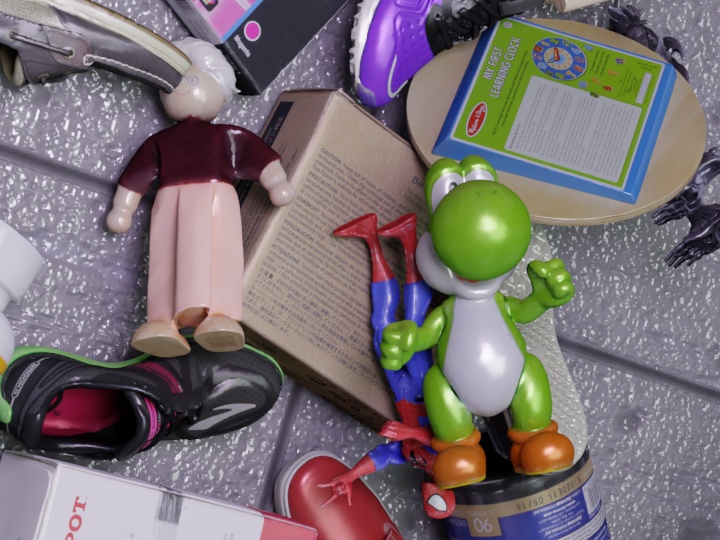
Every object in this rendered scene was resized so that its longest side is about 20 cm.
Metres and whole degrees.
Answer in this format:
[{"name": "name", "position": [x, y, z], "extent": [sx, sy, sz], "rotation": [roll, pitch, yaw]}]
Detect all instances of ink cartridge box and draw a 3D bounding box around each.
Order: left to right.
[{"name": "ink cartridge box", "position": [-0.144, 0.206, 1.540], "extent": [0.199, 0.083, 0.148], "rotation": [19, 85, -33]}, {"name": "ink cartridge box", "position": [-0.037, -0.215, 1.593], "extent": [0.200, 0.037, 0.095], "rotation": [-50, 118, -23]}, {"name": "ink cartridge box", "position": [0.000, 0.000, 1.616], "extent": [0.200, 0.075, 0.166], "rotation": [35, 75, -30]}]

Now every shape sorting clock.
[{"name": "shape sorting clock", "position": [0.128, -0.098, 1.607], "extent": [0.199, 0.200, 0.039], "rotation": [-23, 144, -29]}]

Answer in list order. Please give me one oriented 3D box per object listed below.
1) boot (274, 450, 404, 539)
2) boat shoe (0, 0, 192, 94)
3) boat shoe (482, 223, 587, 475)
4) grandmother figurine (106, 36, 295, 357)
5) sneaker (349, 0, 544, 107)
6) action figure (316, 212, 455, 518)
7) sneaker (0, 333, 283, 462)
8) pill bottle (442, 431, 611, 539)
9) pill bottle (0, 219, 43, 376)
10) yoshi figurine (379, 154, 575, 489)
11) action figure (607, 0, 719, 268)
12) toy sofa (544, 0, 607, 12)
[{"name": "boot", "position": [0.031, 0.207, 1.617], "extent": [0.072, 0.144, 0.201], "rotation": [-41, 113, -20]}, {"name": "boat shoe", "position": [-0.200, -0.144, 1.481], "extent": [0.200, 0.072, 0.066], "rotation": [23, 89, -26]}, {"name": "boat shoe", "position": [0.095, 0.037, 1.605], "extent": [0.074, 0.062, 0.201], "rotation": [-14, 88, -27]}, {"name": "grandmother figurine", "position": [-0.101, -0.051, 1.524], "extent": [0.120, 0.061, 0.201], "rotation": [-3, 71, 0]}, {"name": "sneaker", "position": [0.069, -0.187, 1.608], "extent": [0.201, 0.099, 0.070], "rotation": [-61, 162, -16]}, {"name": "action figure", "position": [0.013, 0.074, 1.550], "extent": [0.099, 0.065, 0.201], "rotation": [-28, 109, -37]}, {"name": "sneaker", "position": [-0.137, 0.089, 1.525], "extent": [0.199, 0.084, 0.077], "rotation": [-5, 120, -28]}, {"name": "pill bottle", "position": [0.125, 0.216, 1.697], "extent": [0.111, 0.112, 0.201], "rotation": [-23, 106, -29]}, {"name": "pill bottle", "position": [-0.272, 0.056, 1.426], "extent": [0.113, 0.113, 0.201], "rotation": [40, 74, -29]}, {"name": "yoshi figurine", "position": [0.074, 0.028, 1.493], "extent": [0.112, 0.112, 0.202], "rotation": [-8, 90, -47]}, {"name": "action figure", "position": [0.192, -0.105, 1.705], "extent": [0.102, 0.201, 0.119], "rotation": [-26, 142, 10]}, {"name": "toy sofa", "position": [0.148, -0.283, 1.670], "extent": [0.082, 0.097, 0.202], "rotation": [-17, 104, -30]}]
